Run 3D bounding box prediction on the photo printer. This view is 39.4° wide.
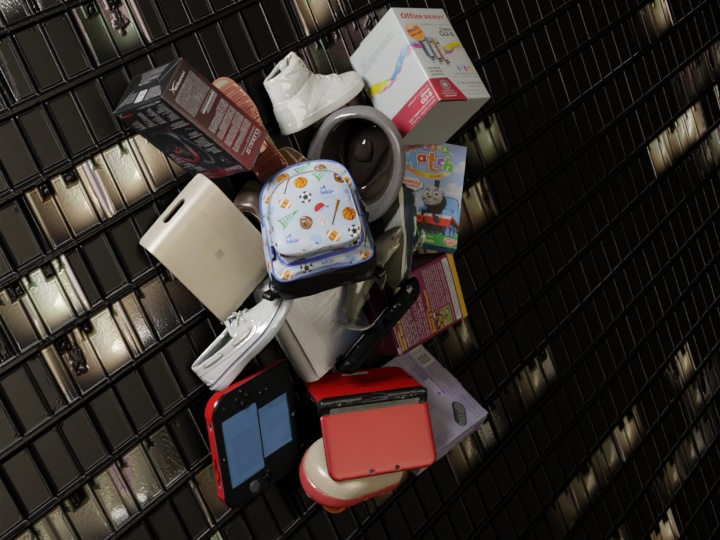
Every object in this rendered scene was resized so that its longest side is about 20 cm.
[{"bbox_3d":[-0.086,0.059,1.701,0.166,0.069,0.202,-45,116,-36],"label":"photo printer"}]

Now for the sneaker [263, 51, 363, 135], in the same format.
[{"bbox_3d":[-0.079,-0.328,1.727,0.199,0.073,0.117,-38,116,-36],"label":"sneaker"}]

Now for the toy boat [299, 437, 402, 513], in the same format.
[{"bbox_3d":[-0.028,0.359,1.718,0.199,0.130,0.132,-2,126,-54],"label":"toy boat"}]

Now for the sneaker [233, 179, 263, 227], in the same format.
[{"bbox_3d":[-0.122,-0.064,1.651,0.198,0.070,0.076,34,78,-2],"label":"sneaker"}]

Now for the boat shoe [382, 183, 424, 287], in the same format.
[{"bbox_3d":[0.074,-0.061,1.768,0.061,0.075,0.203,16,56,-33],"label":"boat shoe"}]

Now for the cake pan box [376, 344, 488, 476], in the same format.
[{"bbox_3d":[0.099,0.240,1.797,0.183,0.053,0.200,-29,65,-40],"label":"cake pan box"}]

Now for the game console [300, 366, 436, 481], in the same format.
[{"bbox_3d":[0.011,0.253,1.701,0.196,0.172,0.121,-4,107,-23],"label":"game console"}]

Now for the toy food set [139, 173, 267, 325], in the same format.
[{"bbox_3d":[-0.233,-0.030,1.581,0.144,0.060,0.200,-49,119,-12],"label":"toy food set"}]

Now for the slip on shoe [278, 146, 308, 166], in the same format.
[{"bbox_3d":[-0.086,-0.118,1.721,0.076,0.060,0.201,-44,97,-20],"label":"slip on shoe"}]

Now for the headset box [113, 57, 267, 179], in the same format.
[{"bbox_3d":[-0.248,-0.216,1.515,0.199,0.147,0.076,39,64,-33],"label":"headset box"}]

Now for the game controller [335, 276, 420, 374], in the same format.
[{"bbox_3d":[0.030,0.091,1.685,0.042,0.104,0.201,40,95,-3],"label":"game controller"}]

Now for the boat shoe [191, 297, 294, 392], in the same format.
[{"bbox_3d":[-0.185,0.098,1.574,0.067,0.073,0.201,39,85,-22],"label":"boat shoe"}]

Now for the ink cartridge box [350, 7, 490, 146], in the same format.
[{"bbox_3d":[0.104,-0.348,1.805,0.144,0.145,0.202,-12,68,-42],"label":"ink cartridge box"}]

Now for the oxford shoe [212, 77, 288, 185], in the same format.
[{"bbox_3d":[-0.184,-0.219,1.639,0.070,0.074,0.202,-29,94,-3],"label":"oxford shoe"}]

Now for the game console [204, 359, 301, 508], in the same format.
[{"bbox_3d":[-0.167,0.263,1.613,0.175,0.031,0.204,-24,118,-40],"label":"game console"}]

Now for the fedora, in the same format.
[{"bbox_3d":[-0.002,-0.193,1.761,0.090,0.173,0.204,-55,155,-69],"label":"fedora"}]

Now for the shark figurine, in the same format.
[{"bbox_3d":[-0.012,0.019,1.690,0.089,0.128,0.217,32,60,-15],"label":"shark figurine"}]

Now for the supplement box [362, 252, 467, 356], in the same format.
[{"bbox_3d":[0.087,0.059,1.838,0.198,0.102,0.133,-24,104,-41],"label":"supplement box"}]

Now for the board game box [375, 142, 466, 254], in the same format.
[{"bbox_3d":[0.113,-0.143,1.855,0.148,0.037,0.204,9,72,-5],"label":"board game box"}]

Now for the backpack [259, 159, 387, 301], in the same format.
[{"bbox_3d":[-0.074,-0.072,1.547,0.196,0.155,0.193,-12,60,-9],"label":"backpack"}]
